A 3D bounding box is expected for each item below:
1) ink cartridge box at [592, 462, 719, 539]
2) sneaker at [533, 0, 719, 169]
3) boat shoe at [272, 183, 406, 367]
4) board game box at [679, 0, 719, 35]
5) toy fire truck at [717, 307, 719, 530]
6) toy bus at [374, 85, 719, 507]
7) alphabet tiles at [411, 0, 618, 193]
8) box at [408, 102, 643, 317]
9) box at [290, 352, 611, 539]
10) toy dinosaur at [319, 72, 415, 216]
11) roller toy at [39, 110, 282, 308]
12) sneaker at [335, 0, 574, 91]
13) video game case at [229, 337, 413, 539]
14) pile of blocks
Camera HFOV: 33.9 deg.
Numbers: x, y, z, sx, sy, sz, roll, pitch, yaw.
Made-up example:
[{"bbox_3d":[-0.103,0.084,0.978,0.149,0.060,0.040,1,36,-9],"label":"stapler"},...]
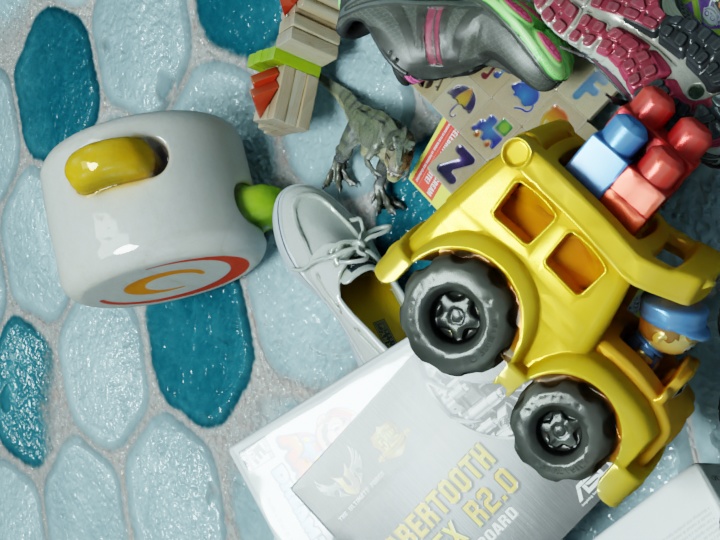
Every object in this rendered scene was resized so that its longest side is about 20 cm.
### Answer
[{"bbox_3d":[0.190,0.245,0.734,0.200,0.043,0.175,-48,50,34],"label":"ink cartridge box"},{"bbox_3d":[0.175,-0.141,0.745,0.080,0.075,0.201,-34,60,13],"label":"sneaker"},{"bbox_3d":[-0.004,0.002,0.917,0.203,0.074,0.086,61,158,19],"label":"boat shoe"},{"bbox_3d":[0.274,-0.154,0.692,0.120,0.032,0.201,-48,61,31],"label":"board game box"},{"bbox_3d":[0.310,0.086,0.625,0.199,0.128,0.178,3,95,54],"label":"toy fire truck"},{"bbox_3d":[0.141,0.001,0.681,0.200,0.136,0.192,46,115,9],"label":"toy bus"},{"bbox_3d":[0.123,-0.110,0.808,0.167,0.008,0.200,-46,59,9],"label":"alphabet tiles"},{"bbox_3d":[0.122,-0.031,0.829,0.200,0.050,0.076,51,124,30],"label":"box"},{"bbox_3d":[0.074,0.134,0.812,0.158,0.048,0.200,45,100,11],"label":"box"},{"bbox_3d":[0.002,-0.098,0.940,0.200,0.047,0.089,-133,38,-53],"label":"toy dinosaur"},{"bbox_3d":[-0.183,-0.056,1.026,0.182,0.199,0.141,-27,73,47],"label":"roller toy"},{"bbox_3d":[0.063,-0.161,0.820,0.199,0.076,0.084,31,107,35],"label":"sneaker"},{"bbox_3d":[0.024,0.173,0.862,0.181,0.024,0.201,-32,81,13],"label":"video game case"},{"bbox_3d":[-0.051,-0.206,0.958,0.082,0.062,0.201,42,110,55],"label":"pile of blocks"}]
